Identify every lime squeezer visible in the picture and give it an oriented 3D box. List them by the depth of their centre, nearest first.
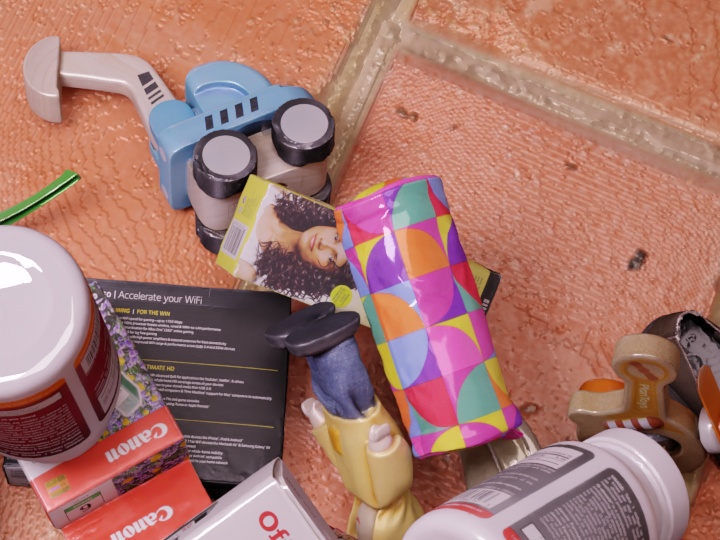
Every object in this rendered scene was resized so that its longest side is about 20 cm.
[{"bbox_3d":[-0.281,0.006,1.644,0.070,0.038,0.201,26,77,12],"label":"lime squeezer"}]

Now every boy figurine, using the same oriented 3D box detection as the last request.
[{"bbox_3d":[-0.006,0.122,1.591,0.064,0.124,0.201,-26,112,-22],"label":"boy figurine"}]

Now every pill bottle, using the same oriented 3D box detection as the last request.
[{"bbox_3d":[-0.215,0.057,1.439,0.112,0.200,0.114,-1,69,2],"label":"pill bottle"},{"bbox_3d":[0.127,0.182,1.490,0.199,0.116,0.116,-23,71,-44],"label":"pill bottle"}]

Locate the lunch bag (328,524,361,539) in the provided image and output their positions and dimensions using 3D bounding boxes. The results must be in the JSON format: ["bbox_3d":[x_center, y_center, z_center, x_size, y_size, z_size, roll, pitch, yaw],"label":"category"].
[{"bbox_3d":[-0.010,0.281,1.539,0.199,0.082,0.177,26,88,4],"label":"lunch bag"}]

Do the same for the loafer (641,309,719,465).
[{"bbox_3d":[0.286,0.106,1.653,0.200,0.071,0.073,42,71,10],"label":"loafer"}]

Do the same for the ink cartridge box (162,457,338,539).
[{"bbox_3d":[-0.091,0.240,1.462,0.199,0.083,0.147,-35,94,3],"label":"ink cartridge box"}]

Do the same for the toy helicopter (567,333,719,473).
[{"bbox_3d":[0.211,0.100,1.578,0.131,0.200,0.079,9,64,12],"label":"toy helicopter"}]

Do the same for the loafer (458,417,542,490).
[{"bbox_3d":[0.106,0.176,1.606,0.068,0.076,0.201,-22,74,-20],"label":"loafer"}]

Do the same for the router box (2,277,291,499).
[{"bbox_3d":[-0.152,0.086,1.623,0.198,0.051,0.150,5,69,-2],"label":"router box"}]

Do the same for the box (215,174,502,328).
[{"bbox_3d":[0.000,0.000,1.624,0.199,0.050,0.076,20,94,-24],"label":"box"}]

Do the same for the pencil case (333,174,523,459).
[{"bbox_3d":[0.048,0.034,1.556,0.088,0.088,0.202,-19,91,-13],"label":"pencil case"}]

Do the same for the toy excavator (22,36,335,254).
[{"bbox_3d":[-0.136,-0.114,1.689,0.193,0.100,0.201,-22,60,-16],"label":"toy excavator"}]

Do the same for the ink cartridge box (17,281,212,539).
[{"bbox_3d":[-0.182,0.120,1.548,0.108,0.050,0.201,-28,70,-10],"label":"ink cartridge box"}]
